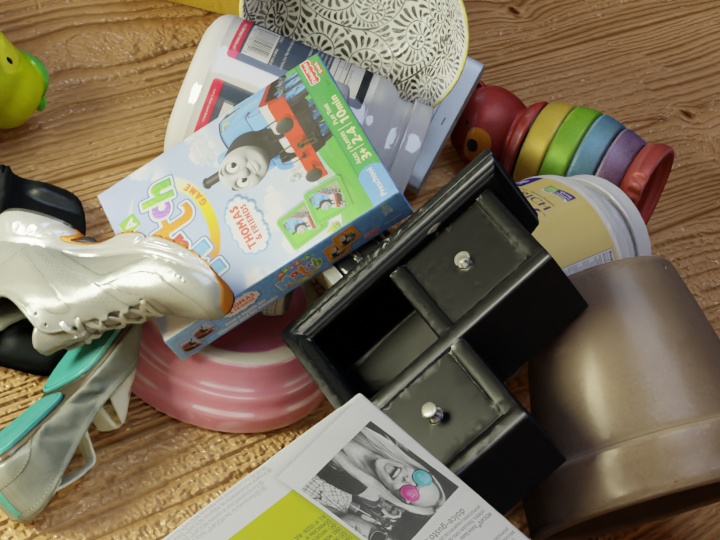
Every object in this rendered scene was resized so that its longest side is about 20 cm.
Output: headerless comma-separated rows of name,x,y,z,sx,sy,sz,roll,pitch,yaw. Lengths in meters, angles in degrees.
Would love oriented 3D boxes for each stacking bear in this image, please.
stacking bear,0.173,-0.103,1.643,0.199,0.122,0.114,27,40,15

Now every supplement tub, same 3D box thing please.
supplement tub,-0.053,-0.116,1.510,0.198,0.141,0.141,22,39,-2
supplement tub,0.128,0.005,1.462,0.199,0.146,0.145,-21,56,-41

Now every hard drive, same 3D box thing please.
hard drive,-0.005,-0.172,1.628,0.199,0.027,0.133,28,78,7

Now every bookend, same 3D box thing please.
bookend,0.081,0.059,1.239,0.200,0.198,0.092,52,3,39

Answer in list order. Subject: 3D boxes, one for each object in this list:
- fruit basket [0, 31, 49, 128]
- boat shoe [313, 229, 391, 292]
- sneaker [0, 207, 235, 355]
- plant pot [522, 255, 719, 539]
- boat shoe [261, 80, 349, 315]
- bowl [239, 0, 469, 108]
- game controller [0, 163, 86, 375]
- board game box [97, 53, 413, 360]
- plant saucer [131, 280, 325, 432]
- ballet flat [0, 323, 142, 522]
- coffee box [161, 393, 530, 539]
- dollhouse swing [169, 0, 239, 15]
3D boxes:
fruit basket,-0.349,-0.170,1.434,0.213,0.156,0.217,1,46,-1
boat shoe,0.000,0.000,1.394,0.068,0.200,0.072,-42,92,-5
sneaker,-0.182,0.023,1.260,0.198,0.076,0.093,9,65,26
plant pot,0.195,0.090,1.319,0.199,0.200,0.176,-7,73,-32
boat shoe,-0.061,-0.065,1.382,0.070,0.072,0.201,18,64,2
bowl,0.002,-0.231,1.560,0.199,0.202,0.095,21,37,-3
game controller,-0.260,-0.003,1.368,0.104,0.042,0.201,24,37,-23
board game box,-0.080,-0.049,1.326,0.199,0.037,0.152,-33,56,4
plant saucer,-0.107,0.034,1.387,0.199,0.051,0.202,14,41,-12
ballet flat,-0.199,0.101,1.265,0.064,0.067,0.200,55,40,-17
coffee box,-0.018,0.241,1.080,0.197,0.201,0.200,39,41,17
dollhouse swing,-0.113,-0.342,1.724,0.198,0.182,0.177,12,60,-13
